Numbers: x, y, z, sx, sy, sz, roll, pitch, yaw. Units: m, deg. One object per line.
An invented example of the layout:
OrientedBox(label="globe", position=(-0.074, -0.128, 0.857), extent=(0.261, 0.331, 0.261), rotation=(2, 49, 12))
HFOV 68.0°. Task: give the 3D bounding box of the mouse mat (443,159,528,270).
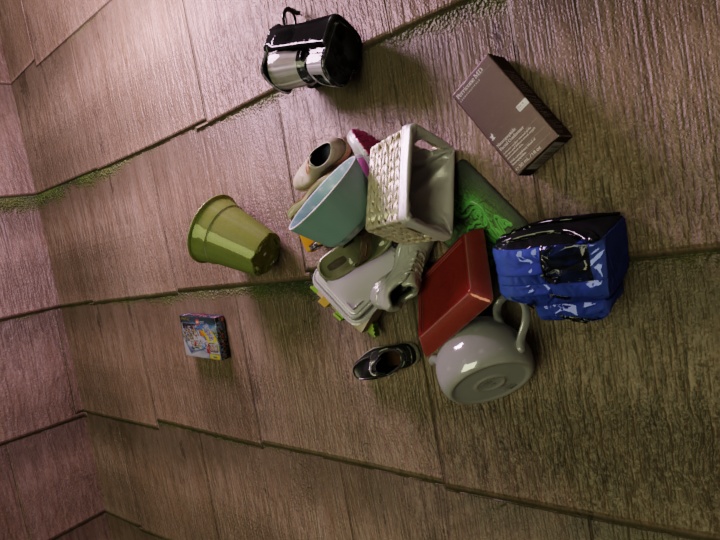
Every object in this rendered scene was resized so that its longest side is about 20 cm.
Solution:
OrientedBox(label="mouse mat", position=(0.221, -0.102, 1.074), extent=(0.200, 0.008, 0.161), rotation=(50, 126, 19))

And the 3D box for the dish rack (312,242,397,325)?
OrientedBox(label="dish rack", position=(0.000, 0.000, 1.186), extent=(0.200, 0.044, 0.172), rotation=(-45, 69, -1))

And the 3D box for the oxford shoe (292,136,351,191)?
OrientedBox(label="oxford shoe", position=(-0.110, -0.254, 1.268), extent=(0.200, 0.074, 0.071), rotation=(-37, 76, 38))

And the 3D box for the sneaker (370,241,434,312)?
OrientedBox(label="sneaker", position=(0.105, 0.005, 1.104), extent=(0.201, 0.078, 0.099), rotation=(-61, 26, 1))

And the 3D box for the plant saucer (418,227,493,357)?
OrientedBox(label="plant saucer", position=(0.170, 0.035, 1.036), extent=(0.037, 0.200, 0.200), rotation=(24, 132, -17))

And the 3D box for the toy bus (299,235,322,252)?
OrientedBox(label="toy bus", position=(-0.058, -0.115, 1.254), extent=(0.200, 0.078, 0.065), rotation=(-33, 80, 39))

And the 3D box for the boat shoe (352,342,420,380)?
OrientedBox(label="boat shoe", position=(0.045, 0.217, 1.254), extent=(0.199, 0.067, 0.072), rotation=(-27, 84, 42))

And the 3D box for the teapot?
OrientedBox(label="teapot", position=(0.230, 0.153, 1.030), extent=(0.199, 0.198, 0.147), rotation=(-16, 53, 4))

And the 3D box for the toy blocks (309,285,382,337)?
OrientedBox(label="toy blocks", position=(-0.008, 0.043, 1.250), extent=(0.200, 0.100, 0.137), rotation=(39, 112, 22))

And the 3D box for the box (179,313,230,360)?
OrientedBox(label="box", position=(-0.503, 0.211, 1.723), extent=(0.199, 0.038, 0.138), rotation=(-1, 100, 40))

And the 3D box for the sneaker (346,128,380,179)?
OrientedBox(label="sneaker", position=(0.018, -0.215, 1.167), extent=(0.088, 0.081, 0.201), rotation=(-35, 77, 37))

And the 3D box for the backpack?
OrientedBox(label="backpack", position=(0.330, -0.002, 0.905), extent=(0.199, 0.162, 0.169), rotation=(-1, 103, 39))

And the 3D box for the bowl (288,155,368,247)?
OrientedBox(label="bowl", position=(-0.044, -0.127, 1.103), extent=(0.105, 0.201, 0.201), rotation=(41, 130, -15))

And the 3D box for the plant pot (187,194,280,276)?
OrientedBox(label="plant pot", position=(-0.322, -0.076, 1.431), extent=(0.189, 0.200, 0.201), rotation=(25, 115, 19))

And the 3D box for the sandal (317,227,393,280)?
OrientedBox(label="sandal", position=(-0.006, -0.046, 1.141), extent=(0.201, 0.057, 0.080), rotation=(-39, 80, 3))

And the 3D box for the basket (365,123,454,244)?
OrientedBox(label="basket", position=(0.096, -0.159, 1.047), extent=(0.123, 0.135, 0.202), rotation=(-12, 68, 47))

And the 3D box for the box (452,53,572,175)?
OrientedBox(label="box", position=(0.268, -0.277, 0.953), extent=(0.100, 0.075, 0.201), rotation=(-47, 68, 36))

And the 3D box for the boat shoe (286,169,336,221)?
OrientedBox(label="boat shoe", position=(-0.101, -0.169, 1.290), extent=(0.200, 0.073, 0.065), rotation=(-37, 87, 42))

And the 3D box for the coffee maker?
OrientedBox(label="coffee maker", position=(-0.109, -0.496, 1.173), extent=(0.199, 0.134, 0.194), rotation=(9, 105, 37))
